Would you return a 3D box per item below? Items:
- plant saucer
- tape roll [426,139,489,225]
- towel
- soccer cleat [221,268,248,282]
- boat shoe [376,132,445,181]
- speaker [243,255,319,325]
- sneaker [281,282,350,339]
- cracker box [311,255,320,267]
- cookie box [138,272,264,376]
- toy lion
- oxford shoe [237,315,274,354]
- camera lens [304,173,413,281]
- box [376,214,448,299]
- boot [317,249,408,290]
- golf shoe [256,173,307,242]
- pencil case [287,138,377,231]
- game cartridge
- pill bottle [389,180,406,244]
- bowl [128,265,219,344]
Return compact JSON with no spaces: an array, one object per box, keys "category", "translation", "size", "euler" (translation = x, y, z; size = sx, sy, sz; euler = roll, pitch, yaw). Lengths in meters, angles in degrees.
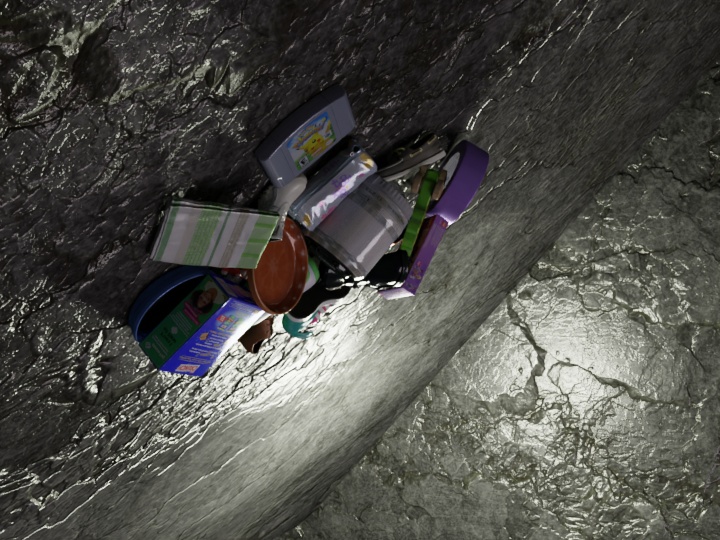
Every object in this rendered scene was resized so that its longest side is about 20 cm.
[{"category":"plant saucer","translation":[-0.172,-0.011,1.646],"size":[0.200,0.032,0.201],"euler":[-5,96,-61]},{"category":"tape roll","translation":[0.228,-0.211,1.944],"size":[0.200,0.066,0.200],"euler":[-60,-170,17]},{"category":"towel","translation":[-0.257,-0.064,1.420],"size":[0.199,0.031,0.149],"euler":[5,137,-29]},{"category":"soccer cleat","translation":[-0.224,-0.016,1.648],"size":[0.200,0.068,0.085],"euler":[37,58,-53]},{"category":"boat shoe","translation":[0.101,-0.247,1.793],"size":[0.201,0.060,0.072],"euler":[-28,-167,-30]},{"category":"speaker","translation":[-0.189,0.040,1.779],"size":[0.200,0.088,0.089],"euler":[-35,158,-22]},{"category":"sneaker","translation":[-0.110,0.094,1.883],"size":[0.200,0.084,0.121],"euler":[-29,159,-42]},{"category":"cracker box","translation":[-0.074,0.000,1.951],"size":[0.200,0.058,0.134],"euler":[-45,157,3]},{"category":"cookie box","translation":[-0.309,0.112,1.600],"size":[0.200,0.075,0.171],"euler":[-45,160,4]},{"category":"toy lion","translation":[0.134,-0.132,1.835],"size":[0.200,0.068,0.192],"euler":[-60,168,-70]},{"category":"oxford shoe","translation":[-0.222,0.117,1.895],"size":[0.071,0.071,0.200],"euler":[-17,145,-48]},{"category":"camera lens","translation":[-0.007,-0.091,1.694],"size":[0.200,0.160,0.160],"euler":[-50,160,-7]},{"category":"box","translation":[0.122,-0.030,1.901],"size":[0.200,0.039,0.137],"euler":[-63,-161,-18]},{"category":"boot","translation":[0.000,0.000,1.798],"size":[0.168,0.077,0.200],"euler":[3,167,-19]},{"category":"golf shoe","translation":[-0.164,-0.099,1.539],"size":[0.200,0.097,0.078],"euler":[-43,158,-5]},{"category":"pencil case","translation":[-0.058,-0.170,1.611],"size":[0.200,0.083,0.091],"euler":[-43,178,3]},{"category":"game cartridge","translation":[-0.098,-0.244,1.467],"size":[0.200,0.040,0.133],"euler":[-41,156,-6]},{"category":"pill bottle","translation":[0.059,-0.126,1.885],"size":[0.106,0.106,0.200],"euler":[-40,160,-8]},{"category":"bowl","translation":[-0.362,0.067,1.579],"size":[0.200,0.039,0.201],"euler":[-36,158,-17]}]
